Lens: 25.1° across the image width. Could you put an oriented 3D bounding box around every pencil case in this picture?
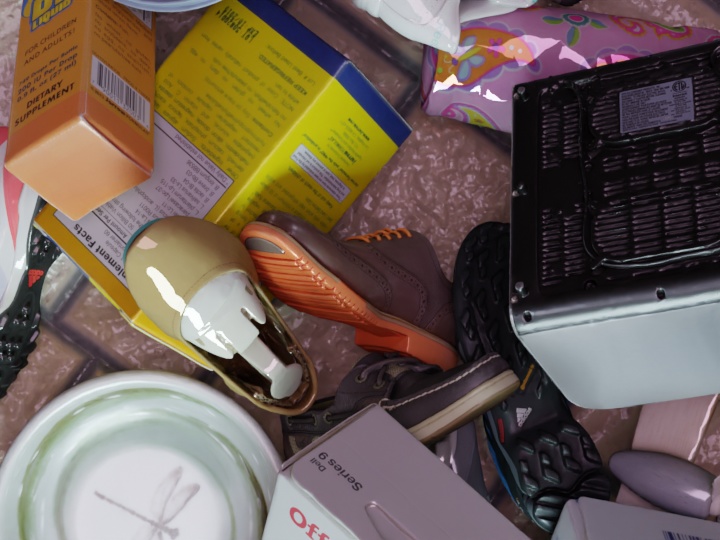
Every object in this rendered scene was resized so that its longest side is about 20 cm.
[{"bbox_3d":[0.137,-0.126,1.033,0.197,0.087,0.089,8,91,-1],"label":"pencil case"}]

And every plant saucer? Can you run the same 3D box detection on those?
[{"bbox_3d":[-0.139,0.164,1.051,0.197,0.050,0.203,0,91,-1],"label":"plant saucer"}]

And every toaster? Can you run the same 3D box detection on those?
[{"bbox_3d":[0.188,-0.033,0.931,0.198,0.119,0.183,-11,53,20],"label":"toaster"}]

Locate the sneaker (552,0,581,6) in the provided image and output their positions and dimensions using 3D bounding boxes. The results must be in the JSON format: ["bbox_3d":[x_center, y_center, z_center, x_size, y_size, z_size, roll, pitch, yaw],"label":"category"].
[{"bbox_3d":[0.209,-0.224,1.033,0.199,0.075,0.080,-37,94,1],"label":"sneaker"}]

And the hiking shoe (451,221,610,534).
[{"bbox_3d":[0.096,0.071,1.034,0.073,0.087,0.202,-11,82,-13],"label":"hiking shoe"}]

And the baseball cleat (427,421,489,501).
[{"bbox_3d":[0.078,0.188,1.055,0.105,0.070,0.203,4,97,-14],"label":"baseball cleat"}]

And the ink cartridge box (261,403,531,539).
[{"bbox_3d":[0.012,0.202,0.947,0.145,0.201,0.087,38,49,23],"label":"ink cartridge box"}]

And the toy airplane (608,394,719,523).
[{"bbox_3d":[0.222,0.053,1.007,0.197,0.141,0.202,-22,92,1],"label":"toy airplane"}]

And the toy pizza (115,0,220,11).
[{"bbox_3d":[-0.111,-0.248,0.909,0.198,0.032,0.203,7,107,22],"label":"toy pizza"}]

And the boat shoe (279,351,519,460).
[{"bbox_3d":[0.013,0.084,0.998,0.071,0.200,0.067,-19,82,-44],"label":"boat shoe"}]

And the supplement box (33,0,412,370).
[{"bbox_3d":[-0.083,-0.058,0.999,0.109,0.109,0.200,41,91,30],"label":"supplement box"}]

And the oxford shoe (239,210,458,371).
[{"bbox_3d":[0.000,0.000,1.002,0.071,0.200,0.074,11,74,40],"label":"oxford shoe"}]

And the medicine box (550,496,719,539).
[{"bbox_3d":[0.186,0.259,0.980,0.180,0.103,0.202,11,118,-12],"label":"medicine box"}]

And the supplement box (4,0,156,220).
[{"bbox_3d":[-0.165,-0.133,0.974,0.066,0.202,0.069,-27,134,25],"label":"supplement box"}]

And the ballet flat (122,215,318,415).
[{"bbox_3d":[-0.071,0.031,0.943,0.069,0.200,0.063,-46,60,-4],"label":"ballet flat"}]

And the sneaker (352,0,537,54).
[{"bbox_3d":[0.083,-0.203,0.998,0.088,0.075,0.200,36,62,11],"label":"sneaker"}]

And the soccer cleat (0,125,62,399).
[{"bbox_3d":[-0.242,0.005,1.047,0.073,0.068,0.202,25,95,23],"label":"soccer cleat"}]
